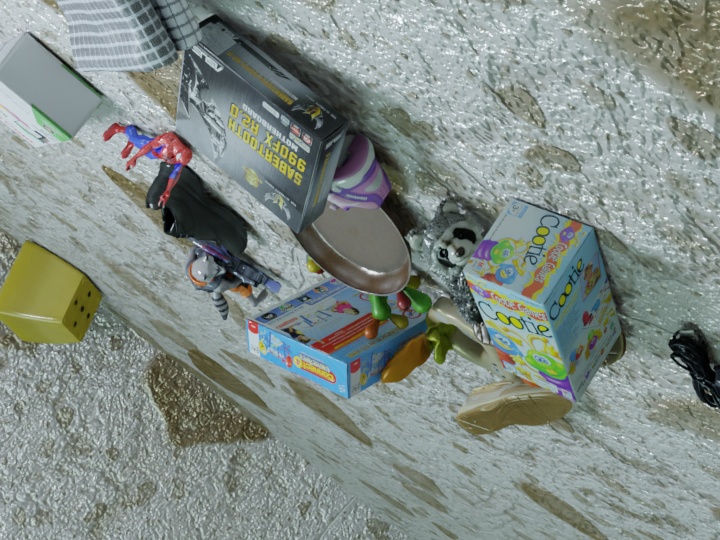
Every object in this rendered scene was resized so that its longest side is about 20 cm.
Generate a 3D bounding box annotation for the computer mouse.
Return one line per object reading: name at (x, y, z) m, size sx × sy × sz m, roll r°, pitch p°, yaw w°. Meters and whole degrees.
computer mouse at (0.424, 0.130, 1.405) m, size 0.199 × 0.053 × 0.139 m, roll 33°, pitch 167°, yaw 45°

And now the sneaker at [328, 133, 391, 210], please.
sneaker at (-0.039, -0.110, 1.552) m, size 0.199 × 0.081 × 0.088 m, roll 13°, pitch 159°, yaw 49°

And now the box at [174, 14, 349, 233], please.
box at (-0.113, -0.158, 1.457) m, size 0.200 × 0.048 × 0.159 m, roll 40°, pitch 145°, yaw 15°

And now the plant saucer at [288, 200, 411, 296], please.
plant saucer at (-0.013, -0.053, 1.672) m, size 0.199 × 0.032 × 0.201 m, roll 27°, pitch 145°, yaw 21°

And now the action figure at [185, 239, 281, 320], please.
action figure at (-0.225, 0.024, 2.270) m, size 0.199 × 0.105 × 0.193 m, roll 29°, pitch 173°, yaw 23°

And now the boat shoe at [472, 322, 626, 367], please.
boat shoe at (0.230, 0.069, 1.587) m, size 0.198 × 0.073 × 0.067 m, roll 10°, pitch -174°, yaw 38°

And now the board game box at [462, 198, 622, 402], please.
board game box at (0.198, 0.034, 1.434) m, size 0.102 × 0.105 × 0.201 m, roll 23°, pitch 156°, yaw 32°

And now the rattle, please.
rattle at (0.153, 0.138, 1.802) m, size 0.199 × 0.143 × 0.130 m, roll 39°, pitch 146°, yaw 3°

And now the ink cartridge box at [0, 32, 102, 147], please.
ink cartridge box at (-0.485, -0.261, 1.969) m, size 0.145 × 0.084 × 0.199 m, roll 40°, pitch 163°, yaw -23°

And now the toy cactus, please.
toy cactus at (0.000, 0.000, 1.798) m, size 0.199 × 0.102 × 0.166 m, roll 34°, pitch 157°, yaw 31°

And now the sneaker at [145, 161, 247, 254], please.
sneaker at (-0.254, -0.078, 2.043) m, size 0.200 × 0.091 × 0.076 m, roll 43°, pitch 160°, yaw -33°

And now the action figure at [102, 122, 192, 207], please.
action figure at (-0.313, -0.155, 1.929) m, size 0.199 × 0.100 × 0.065 m, roll 11°, pitch 155°, yaw 48°

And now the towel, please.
towel at (-0.264, -0.289, 1.387) m, size 0.199 × 0.085 × 0.167 m, roll 11°, pitch 135°, yaw 56°

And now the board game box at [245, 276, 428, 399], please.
board game box at (-0.024, 0.086, 1.887) m, size 0.195 × 0.199 × 0.056 m, roll 22°, pitch 124°, yaw 37°

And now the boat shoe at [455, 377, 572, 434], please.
boat shoe at (0.220, 0.179, 1.905) m, size 0.199 × 0.070 × 0.074 m, roll -17°, pitch 129°, yaw 43°

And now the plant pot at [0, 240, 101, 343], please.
plant pot at (-0.764, 0.073, 3.329) m, size 0.175 × 0.202 × 0.200 m, roll 15°, pitch 159°, yaw 19°

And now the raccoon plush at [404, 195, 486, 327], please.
raccoon plush at (0.104, -0.010, 1.553) m, size 0.134 × 0.097 × 0.200 m, roll 43°, pitch 163°, yaw -6°
